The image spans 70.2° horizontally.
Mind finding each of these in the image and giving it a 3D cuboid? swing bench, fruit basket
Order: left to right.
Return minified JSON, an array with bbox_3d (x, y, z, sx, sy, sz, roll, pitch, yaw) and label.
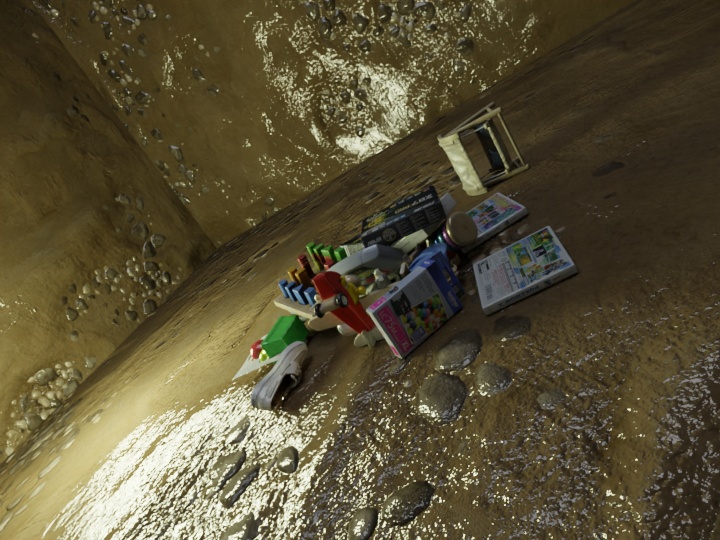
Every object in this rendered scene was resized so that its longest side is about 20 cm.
[{"bbox_3d":[-0.233,0.207,1.366,0.199,0.094,0.186,-34,16,32],"label":"fruit basket"},{"bbox_3d":[0.359,-0.352,1.519,0.198,0.200,0.130,-29,19,16],"label":"swing bench"}]

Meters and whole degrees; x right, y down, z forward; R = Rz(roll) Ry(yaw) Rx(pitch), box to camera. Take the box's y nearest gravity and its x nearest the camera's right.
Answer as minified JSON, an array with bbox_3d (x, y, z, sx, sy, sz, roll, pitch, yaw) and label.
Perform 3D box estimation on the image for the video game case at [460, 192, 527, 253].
[{"bbox_3d":[0.315,-0.127,1.321,0.181,0.024,0.200,-33,18,7],"label":"video game case"}]

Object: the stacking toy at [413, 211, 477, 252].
[{"bbox_3d":[0.198,-0.066,1.264,0.085,0.085,0.200,-46,4,-33],"label":"stacking toy"}]

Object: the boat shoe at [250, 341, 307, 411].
[{"bbox_3d":[-0.170,0.246,1.191,0.069,0.072,0.200,12,38,28],"label":"boat shoe"}]

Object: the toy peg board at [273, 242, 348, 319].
[{"bbox_3d":[-0.124,0.014,1.356,0.199,0.099,0.199,-41,31,-28],"label":"toy peg board"}]

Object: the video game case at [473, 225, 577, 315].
[{"bbox_3d":[0.317,-0.005,1.019,0.181,0.022,0.201,-29,18,18],"label":"video game case"}]

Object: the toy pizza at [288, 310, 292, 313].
[{"bbox_3d":[-0.109,0.076,1.431,0.197,0.032,0.200,-15,7,2],"label":"toy pizza"}]

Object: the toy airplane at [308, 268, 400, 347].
[{"bbox_3d":[-0.012,0.074,1.124,0.197,0.200,0.142,7,48,-5],"label":"toy airplane"}]

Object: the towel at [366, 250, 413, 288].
[{"bbox_3d":[0.071,0.004,1.398,0.147,0.037,0.201,-23,20,30],"label":"towel"}]

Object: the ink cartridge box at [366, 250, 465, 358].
[{"bbox_3d":[0.121,0.066,1.024,0.199,0.120,0.042,-39,18,-14],"label":"ink cartridge box"}]

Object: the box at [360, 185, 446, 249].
[{"bbox_3d":[0.098,-0.122,1.209,0.198,0.049,0.162,-24,21,12],"label":"box"}]

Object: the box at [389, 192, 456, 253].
[{"bbox_3d":[0.144,-0.098,1.320,0.156,0.041,0.200,-47,4,-37],"label":"box"}]

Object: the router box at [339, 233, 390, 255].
[{"bbox_3d":[0.056,-0.101,1.595,0.199,0.053,0.157,-30,14,-29],"label":"router box"}]

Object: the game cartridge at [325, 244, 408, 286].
[{"bbox_3d":[0.000,0.000,1.200,0.199,0.132,0.041,-30,61,37],"label":"game cartridge"}]

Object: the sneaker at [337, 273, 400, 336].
[{"bbox_3d":[0.020,0.073,1.222,0.200,0.070,0.080,-43,-11,-19],"label":"sneaker"}]

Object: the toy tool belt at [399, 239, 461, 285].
[{"bbox_3d":[0.156,-0.011,1.141,0.124,0.124,0.200,-6,32,43],"label":"toy tool belt"}]
